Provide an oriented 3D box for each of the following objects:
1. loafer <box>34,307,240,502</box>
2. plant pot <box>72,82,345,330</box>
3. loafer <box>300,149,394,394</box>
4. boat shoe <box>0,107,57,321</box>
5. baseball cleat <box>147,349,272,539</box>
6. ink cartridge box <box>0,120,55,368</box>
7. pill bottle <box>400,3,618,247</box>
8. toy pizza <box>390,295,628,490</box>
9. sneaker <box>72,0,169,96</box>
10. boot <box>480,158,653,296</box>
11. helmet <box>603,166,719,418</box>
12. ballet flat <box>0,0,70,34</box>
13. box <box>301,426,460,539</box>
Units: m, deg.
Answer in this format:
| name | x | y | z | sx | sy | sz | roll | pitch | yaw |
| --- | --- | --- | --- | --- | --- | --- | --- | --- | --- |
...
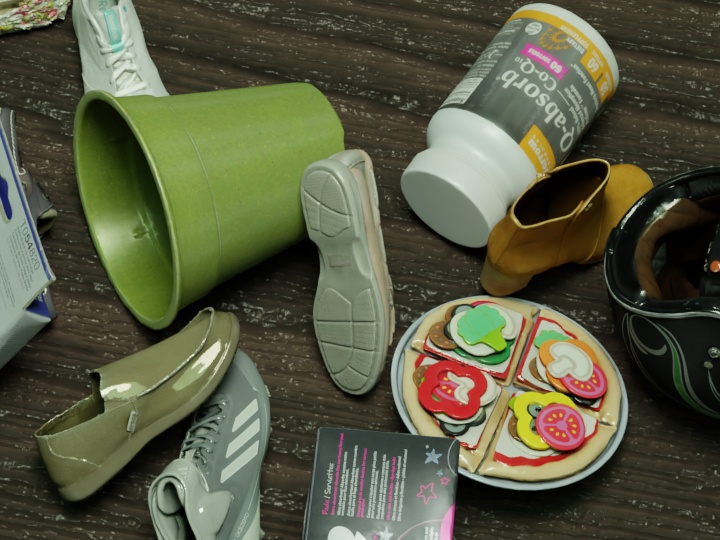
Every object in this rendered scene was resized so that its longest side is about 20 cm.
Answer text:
| name | x | y | z | sx | sy | sz | roll | pitch | yaw |
| --- | --- | --- | --- | --- | --- | --- | --- | --- | --- |
| loafer | -0.178 | 0.098 | 1.605 | 0.200 | 0.076 | 0.067 | -45 | 112 | -6 |
| plant pot | -0.112 | -0.073 | 1.677 | 0.189 | 0.201 | 0.201 | -17 | 65 | -25 |
| loafer | 0.000 | 0.000 | 1.653 | 0.071 | 0.202 | 0.063 | 7 | 24 | 36 |
| boat shoe | -0.288 | -0.044 | 1.704 | 0.064 | 0.072 | 0.202 | -2 | 67 | -10 |
| baseball cleat | -0.118 | 0.146 | 1.597 | 0.069 | 0.106 | 0.202 | -21 | 60 | 29 |
| ink cartridge box | -0.313 | -0.021 | 1.631 | 0.040 | 0.200 | 0.201 | 4 | 56 | -45 |
| pill bottle | 0.127 | -0.124 | 1.738 | 0.116 | 0.117 | 0.200 | 32 | 66 | 12 |
| toy pizza | 0.124 | 0.092 | 1.649 | 0.198 | 0.032 | 0.201 | 6 | 48 | -6 |
| sneaker | -0.214 | -0.189 | 1.766 | 0.075 | 0.089 | 0.201 | -16 | 66 | -12 |
| boot | 0.189 | -0.056 | 1.685 | 0.200 | 0.144 | 0.071 | -32 | 75 | -24 |
| helmet | 0.306 | 0.028 | 1.632 | 0.199 | 0.191 | 0.201 | -24 | 43 | 24 |
| ballet flat | -0.355 | -0.240 | 1.798 | 0.198 | 0.064 | 0.076 | -17 | 67 | -11 |
| box | 0.010 | 0.239 | 1.544 | 0.114 | 0.132 | 0.202 | 6 | 63 | 3 |
